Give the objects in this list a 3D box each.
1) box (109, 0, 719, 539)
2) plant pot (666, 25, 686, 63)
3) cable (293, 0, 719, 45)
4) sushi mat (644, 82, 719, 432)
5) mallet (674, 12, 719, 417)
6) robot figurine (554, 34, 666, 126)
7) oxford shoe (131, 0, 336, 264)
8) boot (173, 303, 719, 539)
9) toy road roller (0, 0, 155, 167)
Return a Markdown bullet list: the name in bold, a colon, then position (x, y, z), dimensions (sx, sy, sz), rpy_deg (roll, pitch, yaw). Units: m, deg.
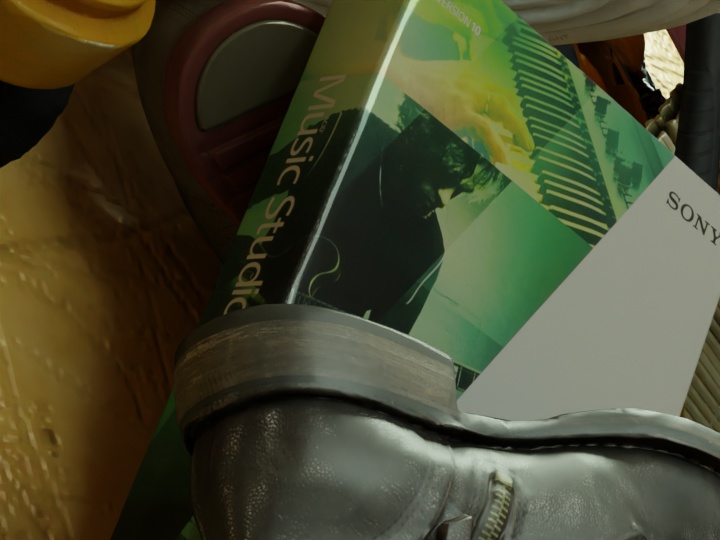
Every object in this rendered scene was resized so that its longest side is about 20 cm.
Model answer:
- **box**: position (0.020, 0.037, 0.663), dimensions (0.144, 0.036, 0.200), rpy_deg (36, 64, -37)
- **plant pot**: position (0.196, -0.121, 0.901), dimensions (0.200, 0.179, 0.200), rpy_deg (55, 15, -22)
- **cable**: position (0.023, -0.108, 0.731), dimensions (0.200, 0.200, 0.069), rpy_deg (5, 81, -38)
- **sushi mat**: position (0.128, 0.034, 0.878), dimensions (0.096, 0.012, 0.200), rpy_deg (-56, 132, -19)
- **mallet**: position (0.103, 0.018, 0.814), dimensions (0.066, 0.041, 0.200), rpy_deg (12, 87, -63)
- **robot figurine**: position (0.085, -0.065, 0.939), dimensions (0.145, 0.058, 0.200), rpy_deg (24, 44, -49)
- **oxford shoe**: position (0.000, 0.000, 0.731), dimensions (0.075, 0.070, 0.200), rpy_deg (34, -25, 59)
- **boot**: position (0.028, 0.111, 0.564), dimensions (0.200, 0.069, 0.174), rpy_deg (20, 53, -31)
- **toy road roller**: position (-0.097, -0.133, 0.608), dimensions (0.123, 0.146, 0.200), rpy_deg (28, 41, -51)
